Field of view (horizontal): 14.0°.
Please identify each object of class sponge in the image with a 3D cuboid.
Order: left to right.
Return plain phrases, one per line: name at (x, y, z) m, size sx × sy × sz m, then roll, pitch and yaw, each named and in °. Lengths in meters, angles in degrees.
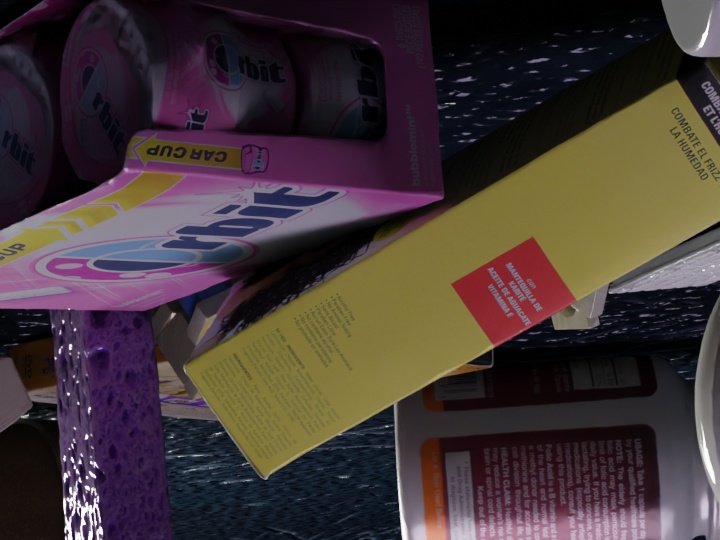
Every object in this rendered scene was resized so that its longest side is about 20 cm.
sponge at (-0.093, 0.062, 1.087) m, size 0.030 × 0.201 × 0.112 m, roll -3°, pitch 170°, yaw -12°

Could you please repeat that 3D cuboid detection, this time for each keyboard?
keyboard at (0.177, -0.013, 1.284) m, size 0.056 × 0.011 × 0.200 m, roll 1°, pitch 168°, yaw -23°

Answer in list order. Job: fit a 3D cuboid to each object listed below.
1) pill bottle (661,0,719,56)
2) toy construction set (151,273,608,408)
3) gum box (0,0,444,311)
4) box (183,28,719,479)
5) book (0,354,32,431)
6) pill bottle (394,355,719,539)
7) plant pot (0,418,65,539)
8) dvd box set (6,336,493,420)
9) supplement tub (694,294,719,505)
pill bottle at (0.167, -0.090, 0.636) m, size 0.199 × 0.112 × 0.111 m, roll -3°, pitch 169°, yaw -6°
toy construction set at (0.000, 0.000, 1.125) m, size 0.199 × 0.092 × 0.131 m, roll -5°, pitch 146°, yaw -31°
gum box at (-0.071, -0.038, 0.934) m, size 0.113 × 0.067 × 0.200 m, roll 2°, pitch 167°, yaw -34°
box at (0.042, -0.010, 0.931) m, size 0.199 × 0.050 × 0.075 m, roll -30°, pitch -167°, yaw 20°
book at (-0.221, 0.078, 1.350) m, size 0.133 × 0.048 × 0.200 m, roll -25°, pitch -176°, yaw -11°
pill bottle at (0.120, 0.106, 1.595) m, size 0.199 × 0.115 × 0.114 m, roll -3°, pitch 169°, yaw 2°
plant pot at (-0.243, 0.162, 1.620) m, size 0.197 × 0.202 × 0.200 m, roll 13°, pitch 162°, yaw -29°
dvd box set at (-0.056, 0.042, 1.430) m, size 0.146 × 0.030 × 0.199 m, roll 9°, pitch 164°, yaw -44°
supplement tub at (0.249, 0.053, 1.176) m, size 0.144 × 0.146 × 0.199 m, roll 7°, pitch 176°, yaw -42°
